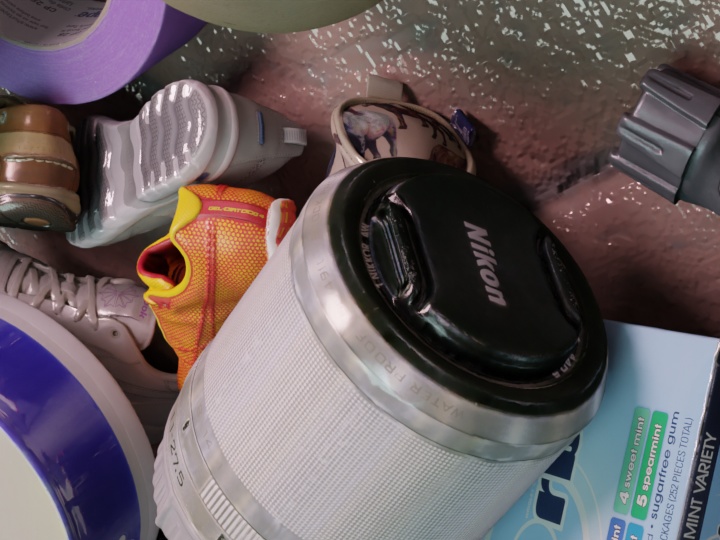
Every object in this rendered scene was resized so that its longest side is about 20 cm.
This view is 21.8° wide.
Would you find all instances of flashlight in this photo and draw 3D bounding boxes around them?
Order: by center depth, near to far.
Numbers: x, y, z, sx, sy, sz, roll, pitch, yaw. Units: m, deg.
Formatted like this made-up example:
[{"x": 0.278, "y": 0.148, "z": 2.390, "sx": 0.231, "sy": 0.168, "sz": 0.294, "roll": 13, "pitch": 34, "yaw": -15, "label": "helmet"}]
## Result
[{"x": 0.208, "y": -0.027, "z": 0.831, "sx": 0.199, "sy": 0.068, "sz": 0.068, "roll": 32, "pitch": 106, "yaw": 15, "label": "flashlight"}]

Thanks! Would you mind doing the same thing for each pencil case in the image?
[{"x": 0.000, "y": 0.000, "z": 0.986, "sx": 0.077, "sy": 0.090, "sz": 0.201, "roll": 13, "pitch": 131, "yaw": -7, "label": "pencil case"}]

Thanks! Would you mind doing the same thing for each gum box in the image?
[{"x": 0.106, "y": 0.109, "z": 0.885, "sx": 0.199, "sy": 0.044, "sz": 0.172, "roll": 8, "pitch": 85, "yaw": 62, "label": "gum box"}]

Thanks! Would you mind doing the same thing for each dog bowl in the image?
[{"x": -0.214, "y": 0.115, "z": 1.056, "sx": 0.198, "sy": 0.079, "sz": 0.202, "roll": 17, "pitch": 126, "yaw": 26, "label": "dog bowl"}]

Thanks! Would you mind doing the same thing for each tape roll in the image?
[{"x": -0.165, "y": -0.193, "z": 0.986, "sx": 0.198, "sy": 0.066, "sz": 0.202, "roll": 17, "pitch": 127, "yaw": 24, "label": "tape roll"}]

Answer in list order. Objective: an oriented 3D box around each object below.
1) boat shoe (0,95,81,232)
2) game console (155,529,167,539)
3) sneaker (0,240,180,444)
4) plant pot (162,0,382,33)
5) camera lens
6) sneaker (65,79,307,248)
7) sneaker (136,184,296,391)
[{"x": -0.202, "y": -0.062, "z": 1.069, "sx": 0.199, "sy": 0.075, "sz": 0.075, "roll": 6, "pitch": 89, "yaw": 63, "label": "boat shoe"}, {"x": -0.086, "y": 0.213, "z": 1.161, "sx": 0.199, "sy": 0.175, "sz": 0.118, "roll": -17, "pitch": 80, "yaw": 40, "label": "game console"}, {"x": -0.172, "y": 0.021, "z": 1.109, "sx": 0.199, "sy": 0.075, "sz": 0.099, "roll": 34, "pitch": 130, "yaw": -22, "label": "sneaker"}, {"x": -0.036, "y": -0.187, "z": 0.837, "sx": 0.199, "sy": 0.201, "sz": 0.135, "roll": 31, "pitch": 167, "yaw": 15, "label": "plant pot"}, {"x": 0.008, "y": 0.060, "z": 0.872, "sx": 0.160, "sy": 0.160, "sz": 0.200, "roll": 41, "pitch": 128, "yaw": 5, "label": "camera lens"}, {"x": -0.103, "y": -0.050, "z": 1.028, "sx": 0.199, "sy": 0.081, "sz": 0.076, "roll": -10, "pitch": 74, "yaw": 57, "label": "sneaker"}, {"x": -0.084, "y": 0.010, "z": 1.016, "sx": 0.076, "sy": 0.074, "sz": 0.201, "roll": 13, "pitch": 146, "yaw": -4, "label": "sneaker"}]
